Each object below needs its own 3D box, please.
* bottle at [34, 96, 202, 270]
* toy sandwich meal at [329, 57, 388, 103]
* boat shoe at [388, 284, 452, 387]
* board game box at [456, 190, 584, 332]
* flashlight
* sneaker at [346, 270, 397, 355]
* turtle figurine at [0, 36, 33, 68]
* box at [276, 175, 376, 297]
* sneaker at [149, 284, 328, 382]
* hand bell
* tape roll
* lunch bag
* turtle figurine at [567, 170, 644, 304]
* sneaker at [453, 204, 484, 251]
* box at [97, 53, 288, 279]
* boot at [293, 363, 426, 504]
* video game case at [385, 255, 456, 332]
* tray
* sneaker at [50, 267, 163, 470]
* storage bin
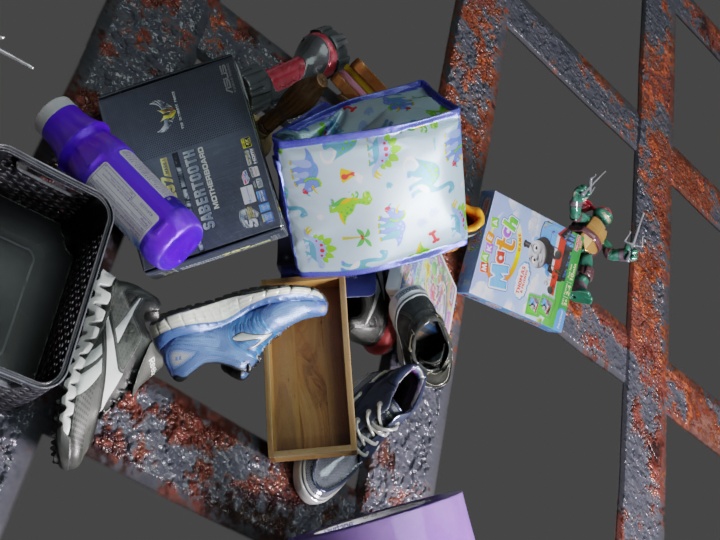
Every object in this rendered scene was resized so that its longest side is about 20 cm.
[{"bbox_3d":[-0.245,-0.090,0.975,0.065,0.084,0.200,-44,82,-6],"label":"bottle"},{"bbox_3d":[0.048,-0.192,1.283,0.204,0.205,0.071,37,95,-26],"label":"toy sandwich meal"},{"bbox_3d":[0.080,0.095,1.177,0.057,0.068,0.201,54,-7,37],"label":"boat shoe"},{"bbox_3d":[0.237,-0.010,1.430,0.198,0.036,0.154,21,80,-33],"label":"board game box"},{"bbox_3d":[-0.093,-0.256,1.241,0.199,0.067,0.068,-35,98,-47],"label":"flashlight"},{"bbox_3d":[0.000,0.000,1.213,0.097,0.070,0.204,17,62,-40],"label":"sneaker"},{"bbox_3d":[-0.401,-0.153,0.870,0.196,0.101,0.152,8,49,-23],"label":"turtle figurine"},{"bbox_3d":[-0.040,-0.065,1.180,0.119,0.033,0.204,-3,67,3],"label":"box"},{"bbox_3d":[-0.125,0.068,1.053,0.197,0.078,0.091,-16,96,-23],"label":"sneaker"},{"bbox_3d":[-0.101,-0.168,1.099,0.103,0.199,0.106,20,58,-36],"label":"hand bell"},{"bbox_3d":[0.023,0.297,1.011,0.198,0.199,0.087,-4,73,-44],"label":"tape roll"},{"bbox_3d":[0.007,-0.095,1.067,0.197,0.128,0.173,-19,122,-15],"label":"lunch bag"},{"bbox_3d":[0.377,-0.052,1.575,0.149,0.101,0.201,37,65,-3],"label":"turtle figurine"},{"bbox_3d":[0.087,-0.087,1.331,0.198,0.077,0.080,16,63,-37],"label":"sneaker"},{"bbox_3d":[-0.179,-0.110,1.042,0.051,0.155,0.204,70,4,-81],"label":"box"},{"bbox_3d":[0.001,0.180,1.120,0.073,0.090,0.201,50,46,-14],"label":"boot"},{"bbox_3d":[0.082,0.024,1.252,0.201,0.018,0.145,61,35,-47],"label":"video game case"},{"bbox_3d":[-0.059,0.108,1.097,0.097,0.037,0.204,-5,71,1],"label":"tray"},{"bbox_3d":[-0.237,0.096,0.934,0.089,0.067,0.203,15,58,-12],"label":"sneaker"},{"bbox_3d":[-0.322,0.008,0.884,0.134,0.093,0.203,28,55,-30],"label":"storage bin"}]
